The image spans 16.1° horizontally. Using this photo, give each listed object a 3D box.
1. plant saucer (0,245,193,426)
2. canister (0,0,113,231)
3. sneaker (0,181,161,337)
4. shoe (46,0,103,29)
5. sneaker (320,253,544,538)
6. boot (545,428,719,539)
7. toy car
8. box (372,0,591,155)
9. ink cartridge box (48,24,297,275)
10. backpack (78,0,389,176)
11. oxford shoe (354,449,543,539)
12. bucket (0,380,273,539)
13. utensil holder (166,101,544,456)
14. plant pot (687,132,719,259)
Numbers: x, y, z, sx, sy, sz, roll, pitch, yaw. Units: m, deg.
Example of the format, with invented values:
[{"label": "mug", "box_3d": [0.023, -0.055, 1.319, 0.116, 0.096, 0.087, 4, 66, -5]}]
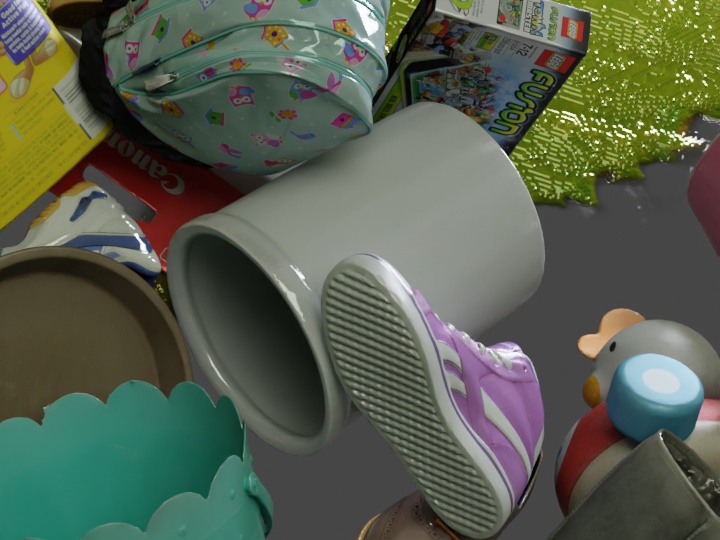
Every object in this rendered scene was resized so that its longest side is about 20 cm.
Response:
[{"label": "plant saucer", "box_3d": [-0.200, 0.084, 1.626, 0.199, 0.029, 0.202, -2, 94, -29]}, {"label": "canister", "box_3d": [-0.268, -0.135, 1.655, 0.148, 0.086, 0.200, -43, 116, -14]}, {"label": "sneaker", "box_3d": [-0.212, 0.027, 1.661, 0.088, 0.075, 0.200, 43, 63, 7]}, {"label": "shoe", "box_3d": [-0.115, -0.191, 1.743, 0.198, 0.070, 0.054, 5, 65, -16]}, {"label": "sneaker", "box_3d": [0.050, 0.057, 1.605, 0.114, 0.072, 0.201, -51, 120, -45]}, {"label": "boot", "box_3d": [0.174, 0.222, 1.626, 0.200, 0.073, 0.182, -38, 103, 12]}, {"label": "toy car", "box_3d": [0.194, 0.098, 1.734, 0.175, 0.185, 0.201, -2, 38, -21]}, {"label": "box", "box_3d": [0.073, -0.131, 1.751, 0.109, 0.200, 0.035, 15, 63, -10]}, {"label": "ink cartridge box", "box_3d": [-0.131, -0.103, 1.763, 0.199, 0.045, 0.177, 35, 60, 0]}, {"label": "backpack", "box_3d": [-0.066, -0.136, 1.640, 0.166, 0.199, 0.128, 18, 65, -42]}, {"label": "oxford shoe", "box_3d": [0.055, 0.162, 1.647, 0.071, 0.073, 0.200, 44, 36, 3]}, {"label": "bucket", "box_3d": [-0.148, 0.169, 1.529, 0.206, 0.207, 0.136, -25, 114, -25]}, {"label": "utensil holder", "box_3d": [0.000, 0.000, 1.690, 0.199, 0.170, 0.170, -31, 79, -27]}, {"label": "plant pot", "box_3d": [0.335, -0.030, 1.806, 0.199, 0.201, 0.179, -27, 62, -26]}]
